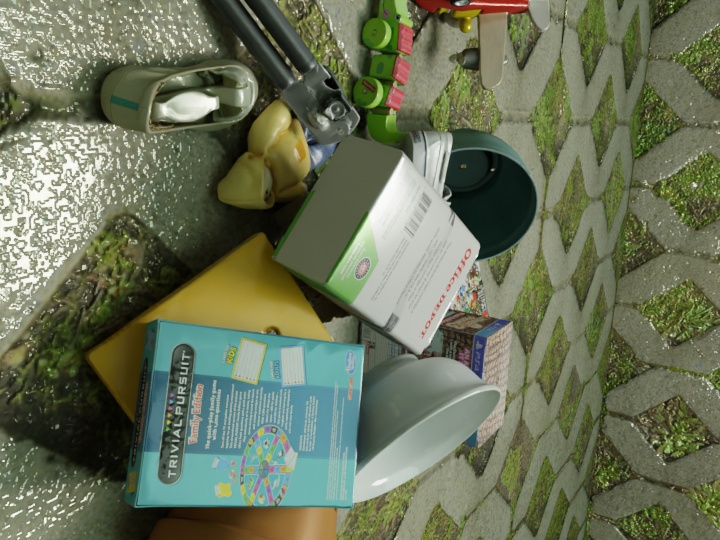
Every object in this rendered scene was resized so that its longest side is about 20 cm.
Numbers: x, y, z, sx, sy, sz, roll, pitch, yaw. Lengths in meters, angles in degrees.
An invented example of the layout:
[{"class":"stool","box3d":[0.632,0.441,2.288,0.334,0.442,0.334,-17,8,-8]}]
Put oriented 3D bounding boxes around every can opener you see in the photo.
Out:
[{"class":"can opener","box3d":[-0.073,-0.216,0.728,0.200,0.053,0.067,50,16,-28]}]

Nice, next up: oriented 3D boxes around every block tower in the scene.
[{"class":"block tower","box3d":[-0.023,-0.075,0.859,0.200,0.058,0.054,-31,95,-58]}]

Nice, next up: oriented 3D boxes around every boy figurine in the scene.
[{"class":"boy figurine","box3d":[-0.080,-0.129,0.772,0.200,0.064,0.125,-45,140,-48]}]

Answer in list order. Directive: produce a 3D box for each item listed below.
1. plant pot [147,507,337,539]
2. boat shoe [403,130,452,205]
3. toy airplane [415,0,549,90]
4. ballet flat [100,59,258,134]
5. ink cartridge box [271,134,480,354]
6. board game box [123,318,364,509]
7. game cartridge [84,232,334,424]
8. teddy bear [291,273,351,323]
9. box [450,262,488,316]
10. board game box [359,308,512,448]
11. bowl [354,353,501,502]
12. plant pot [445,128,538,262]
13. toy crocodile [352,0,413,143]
[{"class":"plant pot","box3d":[-0.106,0.258,0.732,0.200,0.199,0.141,58,40,-49]},{"class":"boat shoe","box3d":[0.092,-0.097,0.969,0.201,0.065,0.074,92,-11,-45]},{"class":"toy airplane","box3d":[0.182,-0.399,1.054,0.199,0.141,0.200,45,70,-18]},{"class":"ballet flat","box3d":[-0.143,-0.157,0.654,0.200,0.069,0.070,-29,124,-53]},{"class":"ink cartridge box","box3d":[0.025,-0.020,0.737,0.146,0.084,0.200,-60,141,-8]},{"class":"board game box","box3d":[-0.098,0.132,0.641,0.199,0.047,0.152,11,77,-27]},{"class":"game cartridge","box3d":[-0.125,0.090,0.678,0.200,0.032,0.177,-38,104,-25]},{"class":"teddy bear","box3d":[-0.070,0.029,0.799,0.199,0.067,0.145,-29,143,-23]},{"class":"box","box3d":[0.157,0.059,1.220,0.200,0.038,0.137,-22,102,-55]},{"class":"board game box","box3d":[0.103,0.140,1.029,0.097,0.199,0.160,-18,115,-56]},{"class":"bowl","box3d":[0.044,0.154,0.763,0.200,0.091,0.201,-27,151,-16]},{"class":"plant pot","box3d":[0.157,-0.130,1.072,0.135,0.199,0.201,-86,164,-50]},{"class":"toy crocodile","box3d":[0.038,-0.266,0.928,0.067,0.061,0.201,3,96,-60]}]
